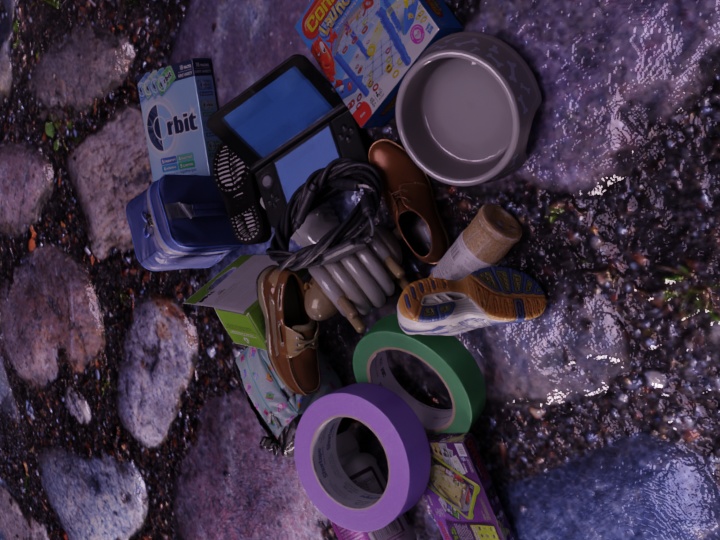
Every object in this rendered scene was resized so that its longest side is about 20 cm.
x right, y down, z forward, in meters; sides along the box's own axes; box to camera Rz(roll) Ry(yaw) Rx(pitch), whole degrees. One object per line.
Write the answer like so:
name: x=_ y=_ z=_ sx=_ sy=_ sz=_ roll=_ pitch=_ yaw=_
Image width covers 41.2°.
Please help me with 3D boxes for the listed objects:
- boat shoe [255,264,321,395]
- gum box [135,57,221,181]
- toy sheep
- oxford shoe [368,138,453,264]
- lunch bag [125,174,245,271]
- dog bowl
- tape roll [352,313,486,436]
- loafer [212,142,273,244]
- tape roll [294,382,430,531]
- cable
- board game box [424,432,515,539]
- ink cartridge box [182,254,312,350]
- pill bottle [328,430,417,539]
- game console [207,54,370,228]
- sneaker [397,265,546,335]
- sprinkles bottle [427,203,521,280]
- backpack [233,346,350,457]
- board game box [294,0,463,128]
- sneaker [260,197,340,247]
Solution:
boat shoe: x=-0.100 y=0.091 z=1.429 sx=0.073 sy=0.075 sz=0.202 roll=-2 pitch=109 yaw=52
gum box: x=-0.317 y=-0.259 z=1.692 sx=0.169 sy=0.044 sz=0.203 roll=-3 pitch=99 yaw=44
toy sheep: x=0.000 y=0.000 z=1.391 sx=0.138 sy=0.199 sz=0.138 roll=51 pitch=173 yaw=9
oxford shoe: x=0.064 y=-0.102 z=1.344 sx=0.071 sy=0.071 sz=0.201 roll=-35 pitch=75 yaw=22
lunch bag: x=-0.286 y=-0.086 z=1.598 sx=0.132 sy=0.199 sz=0.137 roll=-27 pitch=76 yaw=40
dog bowl: x=0.133 y=-0.201 z=1.239 sx=0.198 sy=0.059 sz=0.202 roll=14 pitch=118 yaw=27
tape roll: x=0.082 y=0.157 z=1.366 sx=0.199 sy=0.048 sz=0.202 roll=23 pitch=135 yaw=25
loafer: x=-0.192 y=-0.129 z=1.588 sx=0.072 sy=0.071 sz=0.202 roll=-18 pitch=70 yaw=16
tape roll: x=0.001 y=0.268 z=1.380 sx=0.198 sy=0.065 sz=0.203 roll=6 pitch=102 yaw=32
cable: x=-0.059 y=-0.078 z=1.360 sx=0.199 sy=0.051 sz=0.165 roll=-25 pitch=52 yaw=28
board game box: x=0.145 y=0.327 z=1.377 sx=0.119 sy=0.032 sz=0.202 roll=-12 pitch=107 yaw=41
ink cartridge box: x=-0.171 y=0.045 z=1.550 sx=0.199 sy=0.148 sz=0.076 roll=4 pitch=129 yaw=50
pill bottle: x=-0.004 y=0.359 z=1.500 sx=0.112 sy=0.112 sz=0.201 roll=-41 pitch=71 yaw=41
game console: x=-0.108 y=-0.186 z=1.425 sx=0.199 sy=0.118 sz=0.172 roll=-30 pitch=66 yaw=27
sneaker: x=0.144 y=0.046 z=1.271 sx=0.088 sy=0.197 sz=0.076 roll=101 pitch=167 yaw=-64
sprinkles bottle: x=0.139 y=0.001 z=1.309 sx=0.068 sy=0.068 sz=0.201 roll=52 pitch=130 yaw=21
backpack: x=-0.111 y=0.188 z=1.546 sx=0.126 sy=0.166 sz=0.201 roll=-41 pitch=68 yaw=20
board game box: x=0.020 y=-0.341 z=1.348 sx=0.200 sy=0.056 sz=0.197 roll=-47 pitch=68 yaw=39
sneaker: x=-0.078 y=-0.092 z=1.494 sx=0.200 sy=0.076 sz=0.081 roll=41 pitch=115 yaw=27
